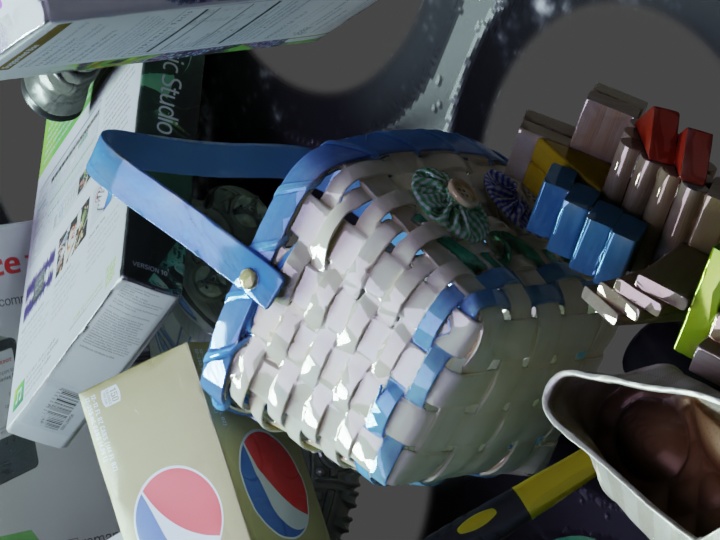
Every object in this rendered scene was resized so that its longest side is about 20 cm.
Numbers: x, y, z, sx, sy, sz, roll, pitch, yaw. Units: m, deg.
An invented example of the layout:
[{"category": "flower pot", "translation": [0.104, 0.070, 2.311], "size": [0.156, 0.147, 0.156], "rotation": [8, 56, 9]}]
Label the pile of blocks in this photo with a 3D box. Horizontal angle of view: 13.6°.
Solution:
[{"category": "pile of blocks", "translation": [0.120, -0.021, 1.177], "size": [0.200, 0.082, 0.062], "rotation": [41, 123, 39]}]

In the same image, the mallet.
[{"category": "mallet", "translation": [0.066, 0.082, 1.200], "size": [0.041, 0.199, 0.066], "rotation": [70, 174, -54]}]

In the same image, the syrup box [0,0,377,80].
[{"category": "syrup box", "translation": [-0.085, -0.141, 1.323], "size": [0.081, 0.199, 0.079], "rotation": [-27, 77, 52]}]

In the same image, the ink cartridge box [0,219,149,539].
[{"category": "ink cartridge box", "translation": [-0.180, 0.077, 1.543], "size": [0.084, 0.145, 0.201], "rotation": [-13, 88, 53]}]

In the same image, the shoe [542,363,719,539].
[{"category": "shoe", "translation": [0.131, 0.084, 1.084], "size": [0.070, 0.053, 0.200], "rotation": [-58, 34, 2]}]

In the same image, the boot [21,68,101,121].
[{"category": "boot", "translation": [-0.127, -0.180, 1.451], "size": [0.131, 0.067, 0.201], "rotation": [-26, 54, 62]}]

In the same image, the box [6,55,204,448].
[{"category": "box", "translation": [-0.121, -0.034, 1.456], "size": [0.144, 0.036, 0.201], "rotation": [-49, 31, 47]}]

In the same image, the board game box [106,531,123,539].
[{"category": "board game box", "translation": [-0.087, 0.182, 1.405], "size": [0.200, 0.034, 0.127], "rotation": [-33, 70, 53]}]

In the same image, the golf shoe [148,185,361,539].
[{"category": "golf shoe", "translation": [-0.059, 0.063, 1.450], "size": [0.097, 0.078, 0.201], "rotation": [-46, 52, 54]}]

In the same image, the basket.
[{"category": "basket", "translation": [0.000, 0.000, 1.276], "size": [0.200, 0.176, 0.140], "rotation": [32, 108, 29]}]

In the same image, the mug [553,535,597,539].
[{"category": "mug", "translation": [0.071, 0.201, 1.217], "size": [0.186, 0.114, 0.152], "rotation": [68, 164, -6]}]

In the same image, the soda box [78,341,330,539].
[{"category": "soda box", "translation": [-0.050, 0.134, 1.279], "size": [0.064, 0.068, 0.201], "rotation": [-25, 76, 26]}]
